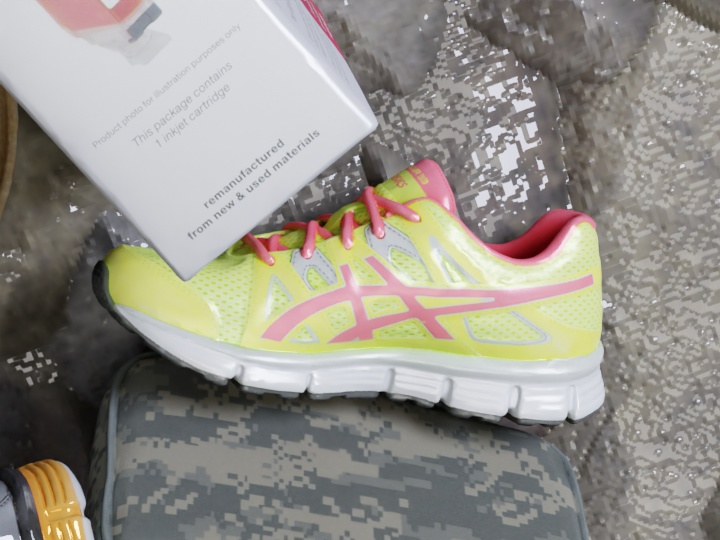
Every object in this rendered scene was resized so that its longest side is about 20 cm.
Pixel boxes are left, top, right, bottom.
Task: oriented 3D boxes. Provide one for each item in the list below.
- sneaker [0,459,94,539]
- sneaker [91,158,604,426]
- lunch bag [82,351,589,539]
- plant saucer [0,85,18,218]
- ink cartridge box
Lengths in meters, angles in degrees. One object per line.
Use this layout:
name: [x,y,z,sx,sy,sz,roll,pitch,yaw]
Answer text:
sneaker: [-0.170,0.120,0.777,0.077,0.078,0.200,-7,158,-38]
sneaker: [0.000,0.000,0.805,0.199,0.078,0.091,6,102,-17]
lunch bag: [-0.020,0.145,0.824,0.199,0.140,0.168,11,126,-11]
plant saucer: [-0.214,-0.040,0.726,0.199,0.035,0.201,2,71,-5]
ink cartridge box: [-0.095,-0.113,0.703,0.083,0.145,0.200,-38,111,8]
